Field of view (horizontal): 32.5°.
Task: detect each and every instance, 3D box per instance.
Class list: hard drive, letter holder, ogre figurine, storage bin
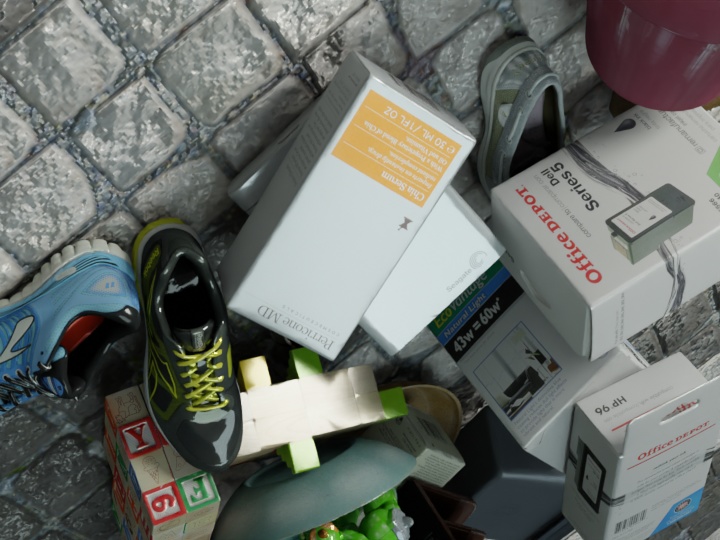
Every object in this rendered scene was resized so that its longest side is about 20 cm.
[{"bbox_3d":[0.008,-0.040,0.986,0.132,0.027,0.200,-42,116,6],"label":"hard drive"},{"bbox_3d":[0.043,0.319,1.217,0.200,0.101,0.142,-46,143,13],"label":"letter holder"},{"bbox_3d":[-0.027,0.254,1.086,0.198,0.119,0.100,-19,97,-25],"label":"ogre figurine"},{"bbox_3d":[0.161,0.209,1.336,0.132,0.147,0.200,8,145,-25],"label":"storage bin"}]

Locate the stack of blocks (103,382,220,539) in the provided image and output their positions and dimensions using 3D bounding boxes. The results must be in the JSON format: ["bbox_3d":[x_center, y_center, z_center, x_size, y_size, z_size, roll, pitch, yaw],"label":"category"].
[{"bbox_3d":[-0.176,0.188,1.067,0.058,0.116,0.201,-17,156,-21],"label":"stack of blocks"}]

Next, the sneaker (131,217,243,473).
[{"bbox_3d":[-0.132,0.064,0.939,0.073,0.085,0.203,-16,103,-14],"label":"sneaker"}]

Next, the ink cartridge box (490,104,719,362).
[{"bbox_3d":[0.226,-0.042,1.030,0.198,0.146,0.085,-30,146,-12],"label":"ink cartridge box"}]

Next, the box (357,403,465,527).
[{"bbox_3d":[0.004,0.227,1.228,0.200,0.069,0.082,-45,141,12],"label":"box"}]

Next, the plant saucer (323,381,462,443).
[{"bbox_3d":[0.012,0.179,1.269,0.198,0.036,0.202,-22,140,-19],"label":"plant saucer"}]

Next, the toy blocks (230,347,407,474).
[{"bbox_3d":[-0.077,0.135,1.099,0.197,0.102,0.136,-10,168,-31],"label":"toy blocks"}]

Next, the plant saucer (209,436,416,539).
[{"bbox_3d":[-0.048,0.188,1.100,0.198,0.039,0.201,-22,-176,1],"label":"plant saucer"}]

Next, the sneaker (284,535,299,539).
[{"bbox_3d":[-0.114,0.310,1.137,0.198,0.094,0.070,-28,173,-27],"label":"sneaker"}]

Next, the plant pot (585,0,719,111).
[{"bbox_3d":[0.252,-0.225,0.939,0.198,0.202,0.180,-23,155,-16],"label":"plant pot"}]

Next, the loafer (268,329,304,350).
[{"bbox_3d":[0.000,0.000,1.050,0.200,0.072,0.073,-46,141,11],"label":"loafer"}]

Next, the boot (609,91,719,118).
[{"bbox_3d":[0.315,-0.175,1.133,0.197,0.074,0.076,-11,151,-20],"label":"boot"}]

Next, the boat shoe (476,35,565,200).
[{"bbox_3d":[0.145,-0.106,1.061,0.074,0.065,0.204,-25,141,-13],"label":"boat shoe"}]

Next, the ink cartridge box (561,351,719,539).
[{"bbox_3d":[0.245,0.150,1.071,0.115,0.068,0.202,-23,139,-19],"label":"ink cartridge box"}]

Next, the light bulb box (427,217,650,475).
[{"bbox_3d":[0.180,0.083,1.171,0.125,0.201,0.198,-45,141,9],"label":"light bulb box"}]

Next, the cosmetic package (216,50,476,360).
[{"bbox_3d":[-0.014,-0.047,0.923,0.100,0.071,0.201,27,105,-22],"label":"cosmetic package"}]

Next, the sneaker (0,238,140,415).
[{"bbox_3d":[-0.245,0.065,0.911,0.199,0.090,0.078,-39,142,4],"label":"sneaker"}]
